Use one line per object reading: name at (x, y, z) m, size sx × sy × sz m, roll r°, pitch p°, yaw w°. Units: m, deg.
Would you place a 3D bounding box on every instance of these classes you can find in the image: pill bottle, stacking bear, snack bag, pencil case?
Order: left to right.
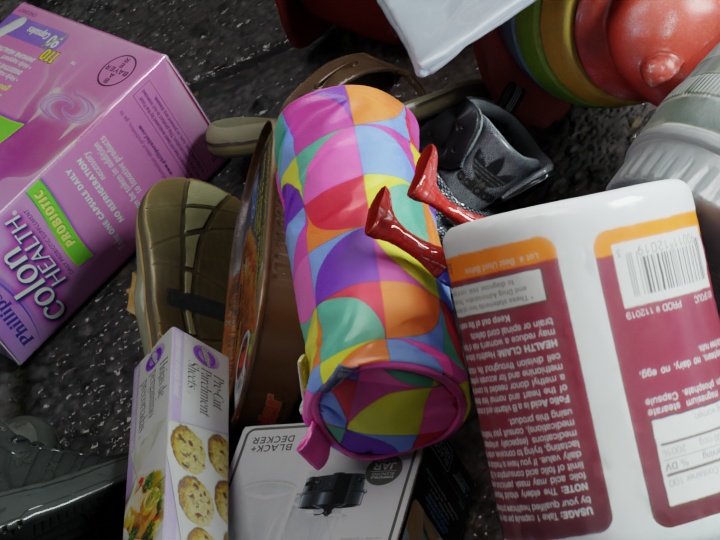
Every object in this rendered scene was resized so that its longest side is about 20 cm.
pencil case at (0.000, 0.000, 1.024) m, size 0.088 × 0.088 × 0.200 m, roll -19°, pitch 48°, yaw 15°
snack bag at (0.096, -0.183, 1.108) m, size 0.200 × 0.021 × 0.189 m, roll -34°, pitch 26°, yaw 5°
pill bottle at (0.110, 0.068, 0.894) m, size 0.114 × 0.201 × 0.114 m, roll -11°, pitch -1°, yaw 0°
stacking bear at (0.146, -0.135, 1.118) m, size 0.121 × 0.114 × 0.200 m, roll -38°, pitch 22°, yaw -8°

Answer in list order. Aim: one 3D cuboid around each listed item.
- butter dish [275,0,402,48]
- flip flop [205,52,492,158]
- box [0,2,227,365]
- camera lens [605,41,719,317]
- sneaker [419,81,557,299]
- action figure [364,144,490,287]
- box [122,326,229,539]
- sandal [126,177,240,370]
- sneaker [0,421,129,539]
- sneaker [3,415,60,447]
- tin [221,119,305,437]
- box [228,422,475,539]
butter dish at (0.045, -0.229, 1.300) m, size 0.148 × 0.200 × 0.199 m, roll 37°, pitch 71°, yaw 25°
flip flop at (-0.013, -0.104, 1.254) m, size 0.200 × 0.058 × 0.081 m, roll -3°, pitch 3°, yaw 37°
box at (-0.223, -0.063, 1.338) m, size 0.200 × 0.097 × 0.176 m, roll -47°, pitch 41°, yaw -17°
camera lens at (0.236, -0.060, 0.985) m, size 0.200 × 0.160 × 0.160 m, roll -46°, pitch 41°, yaw -17°
sneaker at (0.043, -0.026, 1.113) m, size 0.114 × 0.075 × 0.200 m, roll -38°, pitch 25°, yaw 41°
action figure at (0.099, 0.009, 0.990) m, size 0.065 × 0.200 × 0.052 m, roll -43°, pitch 20°, yaw 40°
box at (-0.093, 0.105, 1.029) m, size 0.039 × 0.041 × 0.200 m, roll -47°, pitch 23°, yaw 24°
sandal at (-0.105, 0.023, 1.202) m, size 0.054 × 0.080 × 0.200 m, roll -45°, pitch 35°, yaw 38°
sneaker at (-0.183, 0.110, 1.084) m, size 0.199 × 0.060 × 0.104 m, roll -14°, pitch 42°, yaw -34°
sneaker at (-0.240, 0.145, 1.120) m, size 0.066 × 0.091 × 0.200 m, roll 27°, pitch 60°, yaw 28°
tin at (-0.048, 0.004, 1.130) m, size 0.042 × 0.112 × 0.200 m, roll 9°, pitch 48°, yaw -7°
box at (-0.026, 0.169, 0.993) m, size 0.116 × 0.060 × 0.200 m, roll -7°, pitch 45°, yaw 27°
